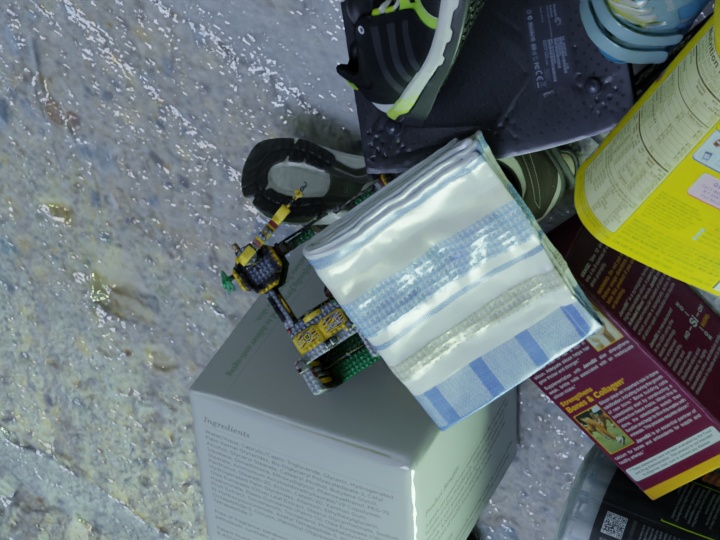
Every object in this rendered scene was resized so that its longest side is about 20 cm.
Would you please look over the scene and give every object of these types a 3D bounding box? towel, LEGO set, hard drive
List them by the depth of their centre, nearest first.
[{"bbox_3d":[0.090,-0.142,1.561,0.198,0.042,0.136,-10,88,24],"label":"hard drive"},{"bbox_3d":[0.066,0.012,1.581,0.146,0.024,0.200,-33,124,6],"label":"towel"},{"bbox_3d":[0.000,0.000,1.650,0.199,0.116,0.155,-25,87,5],"label":"LEGO set"}]

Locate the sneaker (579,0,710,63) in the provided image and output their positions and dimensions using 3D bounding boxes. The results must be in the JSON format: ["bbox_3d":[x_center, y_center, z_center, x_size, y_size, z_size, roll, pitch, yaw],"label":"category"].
[{"bbox_3d":[0.166,-0.173,1.413,0.080,0.199,0.131,54,127,19],"label":"sneaker"}]

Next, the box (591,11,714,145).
[{"bbox_3d":[0.276,-0.075,1.554,0.200,0.049,0.161,42,136,-7],"label":"box"}]

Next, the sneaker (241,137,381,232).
[{"bbox_3d":[0.011,-0.051,1.759,0.198,0.078,0.089,17,172,9],"label":"sneaker"}]

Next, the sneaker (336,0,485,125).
[{"bbox_3d":[0.027,-0.158,1.470,0.082,0.072,0.200,27,149,1],"label":"sneaker"}]

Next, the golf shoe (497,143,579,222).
[{"bbox_3d":[0.070,-0.112,1.626,0.200,0.095,0.078,45,139,-7],"label":"golf shoe"}]

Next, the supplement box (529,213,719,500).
[{"bbox_3d":[0.198,0.060,1.701,0.200,0.086,0.110,45,137,-10],"label":"supplement box"}]

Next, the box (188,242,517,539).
[{"bbox_3d":[-0.001,0.119,1.804,0.199,0.199,0.172,17,135,21],"label":"box"}]

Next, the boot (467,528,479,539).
[{"bbox_3d":[0.029,0.218,1.985,0.131,0.070,0.200,-16,128,38],"label":"boot"}]

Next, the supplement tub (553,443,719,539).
[{"bbox_3d":[0.258,0.216,1.776,0.199,0.123,0.123,20,136,19],"label":"supplement tub"}]

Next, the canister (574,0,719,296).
[{"bbox_3d":[0.243,-0.082,1.454,0.148,0.087,0.200,23,136,-16],"label":"canister"}]
